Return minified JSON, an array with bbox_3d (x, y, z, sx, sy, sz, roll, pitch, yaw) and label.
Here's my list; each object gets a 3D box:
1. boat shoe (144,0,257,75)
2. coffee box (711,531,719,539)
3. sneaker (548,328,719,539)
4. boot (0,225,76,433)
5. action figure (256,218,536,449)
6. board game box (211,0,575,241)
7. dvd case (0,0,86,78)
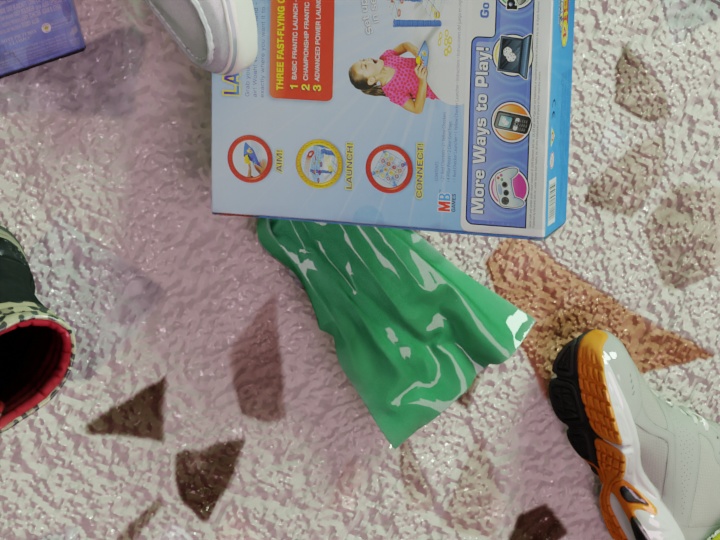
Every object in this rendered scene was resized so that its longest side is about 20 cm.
[{"bbox_3d":[-0.128,-0.187,1.214,0.071,0.070,0.201,-32,98,-30],"label":"boat shoe"},{"bbox_3d":[0.287,0.317,1.501,0.198,0.200,0.200,-43,137,-5],"label":"coffee box"},{"bbox_3d":[0.192,0.106,1.492,0.092,0.076,0.200,-35,126,-17],"label":"sneaker"},{"bbox_3d":[-0.255,0.055,1.219,0.203,0.154,0.074,-31,118,-12],"label":"boot"},{"bbox_3d":[0.000,0.000,1.372,0.118,0.055,0.200,-43,112,-3],"label":"action figure"},{"bbox_3d":[0.017,-0.125,1.256,0.196,0.056,0.200,5,102,17],"label":"board game box"},{"bbox_3d":[-0.240,-0.190,1.217,0.143,0.018,0.200,-20,116,-16],"label":"dvd case"}]
